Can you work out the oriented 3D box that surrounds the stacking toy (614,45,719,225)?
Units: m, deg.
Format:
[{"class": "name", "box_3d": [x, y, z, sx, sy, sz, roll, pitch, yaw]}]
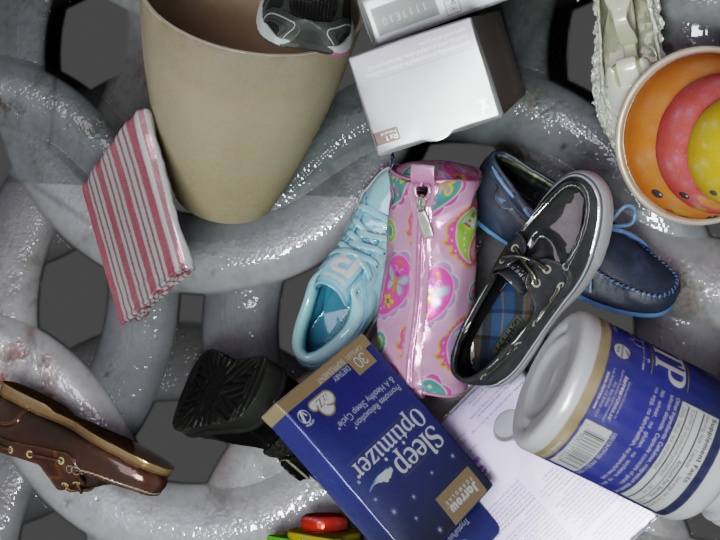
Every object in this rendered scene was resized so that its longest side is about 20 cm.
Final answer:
[{"class": "stacking toy", "box_3d": [0.284, -0.093, 1.052, 0.145, 0.200, 0.147, -1, 101, -4]}]

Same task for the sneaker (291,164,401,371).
[{"class": "sneaker", "box_3d": [0.000, 0.000, 1.207, 0.074, 0.082, 0.201, 22, 93, 16]}]

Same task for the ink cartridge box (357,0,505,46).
[{"class": "ink cartridge box", "box_3d": [0.098, -0.247, 1.148, 0.199, 0.174, 0.044, -19, 103, 7]}]

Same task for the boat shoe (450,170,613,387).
[{"class": "boat shoe", "box_3d": [0.130, 0.009, 1.103, 0.070, 0.066, 0.201, 43, 115, 27]}]

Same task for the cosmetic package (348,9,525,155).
[{"class": "cosmetic package", "box_3d": [0.068, -0.157, 1.132, 0.106, 0.200, 0.091, -17, 95, 13]}]

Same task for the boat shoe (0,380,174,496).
[{"class": "boat shoe", "box_3d": [-0.264, 0.170, 1.284, 0.199, 0.070, 0.071, 21, 86, 26]}]

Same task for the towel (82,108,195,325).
[{"class": "towel", "box_3d": [-0.196, -0.043, 1.232, 0.030, 0.200, 0.147, -13, 80, -28]}]

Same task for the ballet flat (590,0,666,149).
[{"class": "ballet flat", "box_3d": [0.221, -0.189, 1.162, 0.071, 0.072, 0.201, -9, 85, 16]}]

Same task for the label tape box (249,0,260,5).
[{"class": "label tape box", "box_3d": [-0.057, -0.354, 1.258, 0.144, 0.063, 0.201, -19, 82, 15]}]

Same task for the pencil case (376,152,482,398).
[{"class": "pencil case", "box_3d": [0.057, 0.005, 1.166, 0.087, 0.087, 0.201, 8, 104, 17]}]

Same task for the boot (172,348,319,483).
[{"class": "boot", "box_3d": [-0.066, 0.140, 1.214, 0.157, 0.211, 0.080, 30, 76, -24]}]

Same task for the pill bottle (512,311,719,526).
[{"class": "pill bottle", "box_3d": [0.232, 0.126, 1.087, 0.199, 0.120, 0.120, 26, 94, -8]}]

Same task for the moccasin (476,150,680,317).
[{"class": "moccasin", "box_3d": [0.175, -0.031, 1.149, 0.199, 0.080, 0.068, 28, 135, 16]}]

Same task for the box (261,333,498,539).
[{"class": "box", "box_3d": [0.027, 0.158, 1.108, 0.200, 0.121, 0.032, 50, 135, 3]}]

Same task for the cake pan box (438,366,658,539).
[{"class": "cake pan box", "box_3d": [0.123, 0.205, 1.173, 0.184, 0.052, 0.200, 45, 99, 17]}]

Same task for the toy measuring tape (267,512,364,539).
[{"class": "toy measuring tape", "box_3d": [-0.004, 0.244, 1.180, 0.199, 0.073, 0.074, -3, 85, 46]}]

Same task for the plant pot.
[{"class": "plant pot", "box_3d": [-0.107, -0.147, 1.193, 0.187, 0.187, 0.201, 27, 128, 17]}]

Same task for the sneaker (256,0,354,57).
[{"class": "sneaker", "box_3d": [-0.038, -0.249, 1.107, 0.080, 0.201, 0.087, 6, 129, -7]}]
